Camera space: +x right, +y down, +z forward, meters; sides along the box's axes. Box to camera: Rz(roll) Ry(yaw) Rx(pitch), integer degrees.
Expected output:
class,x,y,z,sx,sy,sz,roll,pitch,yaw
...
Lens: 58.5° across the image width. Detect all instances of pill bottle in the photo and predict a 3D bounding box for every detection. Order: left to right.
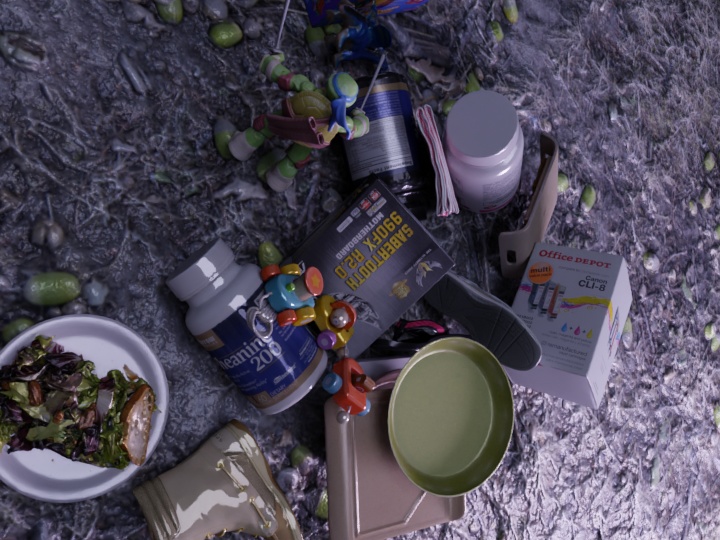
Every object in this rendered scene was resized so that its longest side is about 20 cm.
class,x,y,z,sx,sy,sz,roll,pitch,yaw
pill bottle,-0.137,0.064,0.771,0.111,0.110,0.201,-45,108,-26
pill bottle,0.030,-0.160,0.894,0.111,0.111,0.203,-16,95,-31
pill bottle,0.176,-0.166,0.923,0.111,0.200,0.115,-3,76,11

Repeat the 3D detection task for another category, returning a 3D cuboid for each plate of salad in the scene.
class,x,y,z,sx,sy,sz,roll,pitch,yaw
plate of salad,-0.304,0.149,0.698,0.197,0.048,0.204,3,85,-31

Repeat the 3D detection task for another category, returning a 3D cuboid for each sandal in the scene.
class,x,y,z,sx,sy,sz,roll,pitch,yaw
sandal,0.091,0.091,0.935,0.198,0.075,0.046,-1,89,-39

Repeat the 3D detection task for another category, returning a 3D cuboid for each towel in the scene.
class,x,y,z,sx,sy,sz,roll,pitch,yaw
towel,0.105,-0.151,0.916,0.029,0.200,0.149,-15,95,8

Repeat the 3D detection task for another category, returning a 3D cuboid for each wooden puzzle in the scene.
class,x,y,z,sx,sy,sz,roll,pitch,yaw
wooden puzzle,0.046,0.247,0.839,0.197,0.037,0.188,-1,87,-27

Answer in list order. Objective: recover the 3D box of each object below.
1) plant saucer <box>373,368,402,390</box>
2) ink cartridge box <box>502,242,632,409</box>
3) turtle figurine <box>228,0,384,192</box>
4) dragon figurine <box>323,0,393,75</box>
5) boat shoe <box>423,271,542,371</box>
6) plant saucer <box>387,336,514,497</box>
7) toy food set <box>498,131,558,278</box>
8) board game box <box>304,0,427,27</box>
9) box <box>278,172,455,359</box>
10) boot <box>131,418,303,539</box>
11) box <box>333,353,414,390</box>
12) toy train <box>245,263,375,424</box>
class,x,y,z,sx,sy,sz,roll,pitch,yaw
plant saucer,0.051,0.235,0.879,0.198,0.034,0.204,2,86,-32
ink cartridge box,0.323,0.083,1.009,0.145,0.144,0.202,50,59,-50
turtle figurine,-0.066,-0.205,0.804,0.143,0.193,0.203,10,56,-44
dragon figurine,0.006,-0.326,0.868,0.098,0.200,0.060,-20,78,-9
boat shoe,0.181,0.066,0.942,0.065,0.201,0.075,-17,139,-60
plant saucer,0.115,0.188,0.840,0.197,0.031,0.204,2,86,-27
toy food set,0.270,-0.103,1.044,0.202,0.060,0.144,-65,155,-20
board game box,0.036,-0.403,0.905,0.198,0.134,0.045,-23,98,-31
box,0.000,0.000,0.843,0.200,0.048,0.158,-43,110,7
boot,-0.162,0.302,0.758,0.154,0.072,0.202,-30,100,-30
box,0.056,0.196,0.923,0.197,0.036,0.147,-2,87,-30
toy train,-0.041,0.074,0.747,0.200,0.055,0.151,47,27,-30
